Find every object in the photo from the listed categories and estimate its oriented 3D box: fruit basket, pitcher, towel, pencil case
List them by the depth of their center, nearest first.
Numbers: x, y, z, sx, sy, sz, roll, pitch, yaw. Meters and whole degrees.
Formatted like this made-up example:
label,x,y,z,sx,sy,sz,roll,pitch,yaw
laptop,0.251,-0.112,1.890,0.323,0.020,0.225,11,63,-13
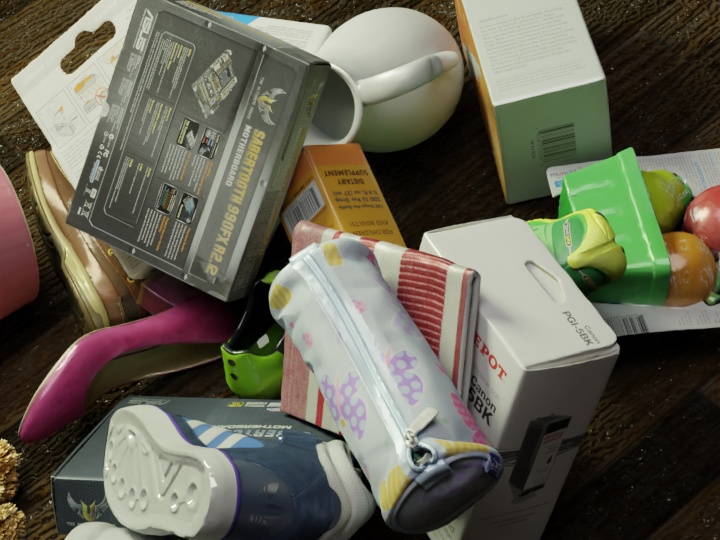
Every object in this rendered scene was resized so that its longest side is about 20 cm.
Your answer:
label,x,y,z,sx,sy,sz,roll,pitch,yaw
pencil case,0.012,0.073,1.073,0.083,0.091,0.201,-40,54,13
towel,0.011,0.051,1.165,0.023,0.146,0.199,-2,12,-38
fruit basket,0.261,-0.022,1.319,0.198,0.094,0.187,-3,50,-10
pitcher,0.025,-0.159,1.397,0.170,0.123,0.199,-11,10,36

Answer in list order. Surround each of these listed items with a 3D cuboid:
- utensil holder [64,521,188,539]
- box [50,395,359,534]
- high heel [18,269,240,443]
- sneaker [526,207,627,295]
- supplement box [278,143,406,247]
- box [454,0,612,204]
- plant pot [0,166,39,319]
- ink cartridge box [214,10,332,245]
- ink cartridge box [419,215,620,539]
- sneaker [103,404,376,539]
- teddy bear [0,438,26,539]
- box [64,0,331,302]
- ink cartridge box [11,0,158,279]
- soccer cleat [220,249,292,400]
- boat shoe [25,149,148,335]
label,x,y,z,sx,sy,sz,roll,pitch,yaw
utensil holder,-0.095,0.257,1.105,0.198,0.171,0.171,0,51,10
box,-0.108,0.144,1.225,0.198,0.052,0.158,0,18,13
high heel,-0.179,0.085,1.327,0.096,0.068,0.200,38,55,9
sneaker,0.127,0.001,1.250,0.083,0.200,0.075,-24,85,-18
supplement box,0.000,0.000,1.305,0.066,0.069,0.202,-5,64,-43
box,0.146,-0.179,1.431,0.096,0.125,0.201,-13,49,2
plant pot,-0.373,-0.009,1.379,0.177,0.201,0.200,-19,48,-23
ink cartridge box,-0.118,-0.129,1.476,0.144,0.085,0.201,11,55,20
ink cartridge box,0.086,0.086,1.171,0.082,0.201,0.147,-9,44,-28
sneaker,-0.075,0.141,1.103,0.145,0.082,0.199,8,1,-30
teddy bear,-0.319,0.210,1.257,0.143,0.067,0.201,7,53,20
box,-0.129,-0.099,1.303,0.157,0.048,0.202,24,104,16
ink cartridge box,-0.175,-0.120,1.369,0.160,0.050,0.201,-36,81,20
soccer cleat,-0.049,0.017,1.344,0.067,0.081,0.201,16,56,23
boat shoe,-0.237,-0.027,1.433,0.067,0.072,0.201,-20,57,-16
